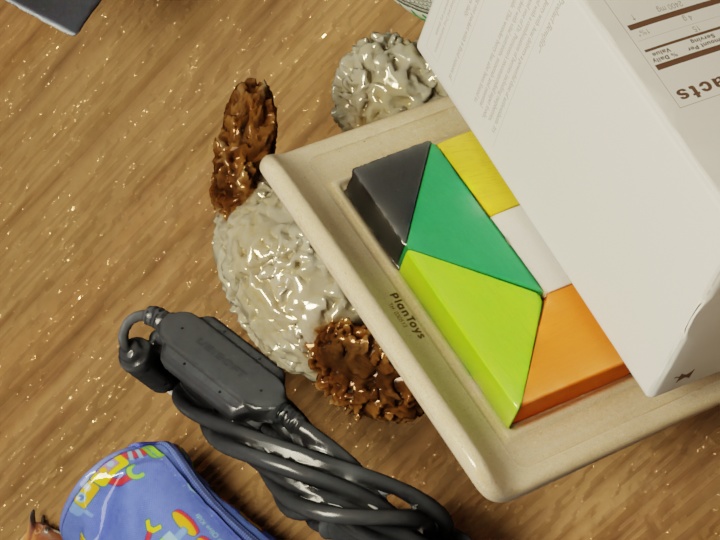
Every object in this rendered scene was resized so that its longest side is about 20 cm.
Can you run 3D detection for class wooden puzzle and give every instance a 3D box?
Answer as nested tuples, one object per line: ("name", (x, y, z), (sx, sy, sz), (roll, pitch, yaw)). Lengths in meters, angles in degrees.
("wooden puzzle", (0.081, -0.008, 1.069), (0.185, 0.200, 0.037), (55, 144, 23))

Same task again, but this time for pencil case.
("pencil case", (-0.060, 0.162, 1.223), (0.200, 0.078, 0.087), (39, 110, 29))

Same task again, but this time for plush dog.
("plush dog", (0.000, 0.000, 1.134), (0.160, 0.172, 0.200), (-48, 65, 23))

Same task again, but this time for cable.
("cable", (-0.026, 0.096, 1.161), (0.200, 0.163, 0.051), (34, 76, 28))

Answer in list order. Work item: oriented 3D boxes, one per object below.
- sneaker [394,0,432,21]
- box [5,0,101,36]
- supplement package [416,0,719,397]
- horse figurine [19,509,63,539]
("sneaker", (-0.001, -0.173, 1.197), (0.200, 0.085, 0.078), (27, 102, 31))
("box", (-0.142, -0.259, 1.230), (0.200, 0.117, 0.197), (-50, 29, 21))
("supplement package", (0.133, -0.072, 1.035), (0.200, 0.120, 0.121), (59, 151, 25))
("horse figurine", (-0.160, 0.241, 1.302), (0.132, 0.050, 0.200), (19, 100, 37))
